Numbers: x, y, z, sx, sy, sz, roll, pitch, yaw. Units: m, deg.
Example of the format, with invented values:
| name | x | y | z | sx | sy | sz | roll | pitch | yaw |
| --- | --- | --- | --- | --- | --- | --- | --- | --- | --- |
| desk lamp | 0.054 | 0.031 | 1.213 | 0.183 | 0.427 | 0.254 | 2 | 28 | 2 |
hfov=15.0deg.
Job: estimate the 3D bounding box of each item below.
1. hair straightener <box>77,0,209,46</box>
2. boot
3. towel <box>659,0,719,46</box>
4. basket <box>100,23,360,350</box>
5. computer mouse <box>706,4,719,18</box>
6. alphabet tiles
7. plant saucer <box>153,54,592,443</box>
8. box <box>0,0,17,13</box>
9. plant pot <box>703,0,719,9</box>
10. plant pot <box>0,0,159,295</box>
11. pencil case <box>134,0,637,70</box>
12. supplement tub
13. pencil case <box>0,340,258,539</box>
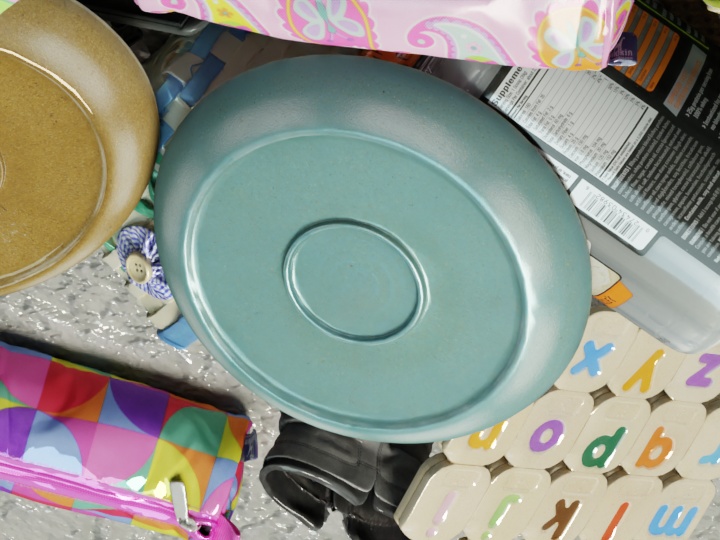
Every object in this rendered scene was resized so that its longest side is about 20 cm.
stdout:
| name | x | y | z | sx | sy | sz | roll | pitch | yaw |
| --- | --- | --- | --- | --- | --- | --- | --- | --- | --- |
| hair straightener | -0.136 | -0.121 | 1.247 | 0.200 | 0.041 | 0.077 | 3 | 140 | 40 |
| boot | -0.032 | 0.052 | 1.394 | 0.200 | 0.132 | 0.070 | 29 | 142 | -19 |
| towel | 0.222 | -0.138 | 1.169 | 0.199 | 0.022 | 0.147 | 2 | 140 | 18 |
| basket | -0.032 | -0.024 | 1.291 | 0.200 | 0.139 | 0.176 | 35 | 138 | -12 |
| computer mouse | 0.213 | -0.172 | 1.073 | 0.110 | 0.044 | 0.200 | 12 | 127 | -48 |
| alphabet tiles | 0.114 | 0.100 | 1.410 | 0.200 | 0.015 | 0.196 | 6 | 121 | -38 |
| plant saucer | 0.000 | 0.000 | 1.186 | 0.200 | 0.027 | 0.201 | 10 | 127 | 14 |
| box | -0.195 | -0.211 | 0.999 | 0.097 | 0.200 | 0.176 | -33 | 150 | 25 |
| plant pot | 0.123 | -0.230 | 0.961 | 0.193 | 0.201 | 0.200 | 40 | 136 | -14 |
| plant pot | -0.186 | -0.050 | 1.188 | 0.199 | 0.028 | 0.200 | -4 | 137 | -4 |
| pencil case | 0.012 | -0.128 | 1.057 | 0.199 | 0.088 | 0.088 | 6 | 142 | 4 |
| supplement tub | 0.099 | -0.064 | 1.198 | 0.200 | 0.123 | 0.123 | 35 | 140 | -5 |
| pencil case | -0.155 | 0.095 | 1.529 | 0.200 | 0.089 | 0.088 | 17 | 143 | -3 |
